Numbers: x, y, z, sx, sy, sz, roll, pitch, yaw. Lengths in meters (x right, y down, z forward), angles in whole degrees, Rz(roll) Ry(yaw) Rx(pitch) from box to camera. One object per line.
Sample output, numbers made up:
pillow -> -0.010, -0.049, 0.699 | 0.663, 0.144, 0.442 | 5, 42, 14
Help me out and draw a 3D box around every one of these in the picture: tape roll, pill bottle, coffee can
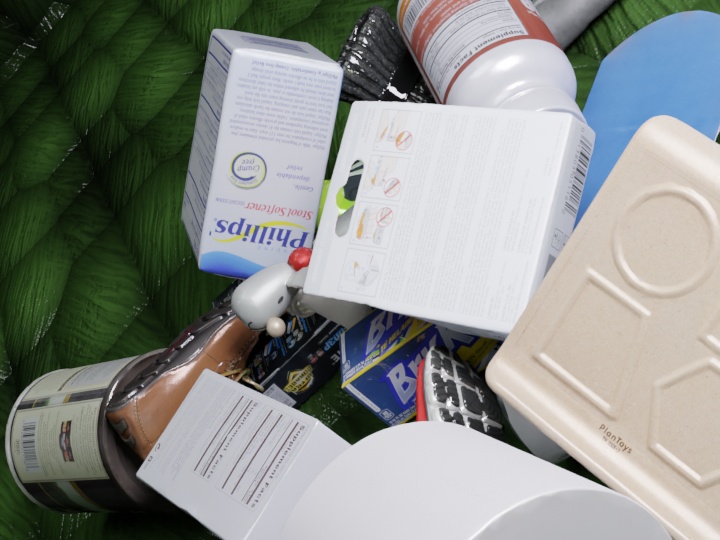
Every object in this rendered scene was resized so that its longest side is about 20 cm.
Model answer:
tape roll -> 0.062, 0.196, 0.673 | 0.204, 0.202, 0.139 | -55, 29, -11
pill bottle -> 0.110, -0.166, 1.023 | 0.112, 0.112, 0.201 | -38, 49, 19
coffee can -> -0.230, 0.157, 1.183 | 0.199, 0.146, 0.147 | -12, 46, 48

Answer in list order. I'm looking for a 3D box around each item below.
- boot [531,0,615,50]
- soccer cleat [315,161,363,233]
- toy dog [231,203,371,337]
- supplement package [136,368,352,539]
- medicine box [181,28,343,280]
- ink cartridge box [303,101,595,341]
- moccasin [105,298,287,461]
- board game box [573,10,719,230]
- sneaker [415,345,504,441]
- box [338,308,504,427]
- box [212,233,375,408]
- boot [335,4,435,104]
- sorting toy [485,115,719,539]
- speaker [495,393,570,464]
boot -> 0.199, -0.233, 1.134 | 0.199, 0.073, 0.183 | -34, 34, 15
soccer cleat -> 0.011, -0.088, 1.224 | 0.201, 0.080, 0.068 | -59, -15, -50
toy dog -> 0.000, 0.000, 1.016 | 0.200, 0.131, 0.097 | -44, 62, 17
supplement package -> -0.073, 0.169, 0.984 | 0.110, 0.114, 0.199 | -57, 31, -12
medicine box -> -0.097, -0.111, 1.155 | 0.182, 0.102, 0.203 | -128, 47, -70
ink cartridge box -> 0.062, -0.040, 0.920 | 0.198, 0.047, 0.162 | 9, 81, 37
moccasin -> -0.131, 0.088, 1.098 | 0.073, 0.078, 0.201 | -16, 24, 49
board game box -> 0.229, -0.102, 0.952 | 0.157, 0.039, 0.202 | 4, 69, 58
sneaker -> 0.051, 0.140, 0.886 | 0.085, 0.077, 0.201 | -37, 32, 33
box -> 0.076, 0.037, 0.972 | 0.199, 0.070, 0.065 | -37, 31, 22
box -> -0.064, 0.038, 1.193 | 0.159, 0.046, 0.200 | -44, 29, 11
boot -> 0.044, -0.134, 1.119 | 0.079, 0.157, 0.212 | -43, 26, 35
sorting toy -> 0.195, 0.037, 0.732 | 0.185, 0.036, 0.201 | 38, 102, 26
speaker -> 0.186, 0.045, 0.799 | 0.199, 0.081, 0.082 | -35, 32, 25
